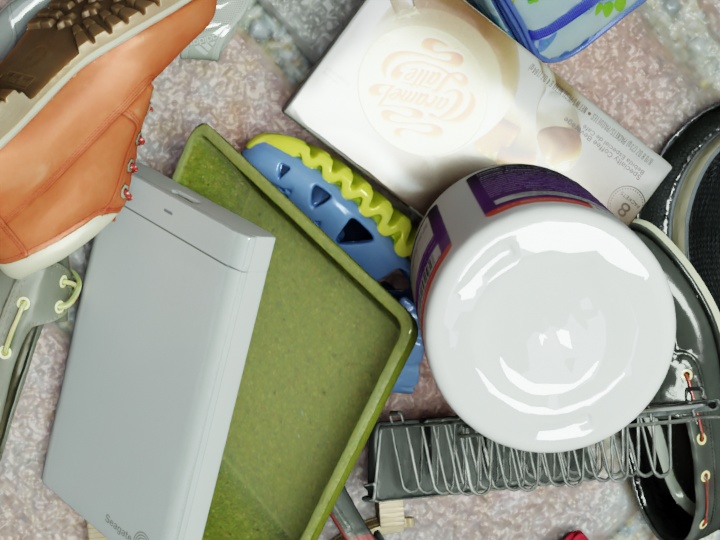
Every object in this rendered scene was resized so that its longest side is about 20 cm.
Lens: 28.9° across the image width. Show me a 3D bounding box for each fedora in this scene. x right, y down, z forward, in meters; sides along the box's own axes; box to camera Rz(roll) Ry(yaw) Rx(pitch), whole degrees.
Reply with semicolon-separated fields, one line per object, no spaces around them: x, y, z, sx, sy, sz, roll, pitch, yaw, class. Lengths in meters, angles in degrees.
0.265;-0.010;0.843;0.199;0.092;0.202;0;95;-5;fedora

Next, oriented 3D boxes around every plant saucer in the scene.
-0.056;0.052;0.773;0.048;0.200;0.200;0;124;-46;plant saucer

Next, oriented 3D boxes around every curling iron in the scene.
-0.029;0.118;0.828;0.026;0.050;0.200;-34;77;-13;curling iron

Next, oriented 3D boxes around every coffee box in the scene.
0.066;-0.078;0.824;0.200;0.080;0.115;38;93;-7;coffee box

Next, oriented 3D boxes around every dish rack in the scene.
0.098;0.097;0.776;0.153;0.200;0.055;-4;84;-21;dish rack

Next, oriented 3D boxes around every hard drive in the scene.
-0.118;0.054;0.783;0.027;0.132;0.201;0;111;-45;hard drive

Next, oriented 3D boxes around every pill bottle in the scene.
0.081;0.007;0.693;0.111;0.200;0.112;0;102;0;pill bottle

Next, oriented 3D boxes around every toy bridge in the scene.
-0.065;0.164;0.858;0.199;0.027;0.068;-4;97;-6;toy bridge

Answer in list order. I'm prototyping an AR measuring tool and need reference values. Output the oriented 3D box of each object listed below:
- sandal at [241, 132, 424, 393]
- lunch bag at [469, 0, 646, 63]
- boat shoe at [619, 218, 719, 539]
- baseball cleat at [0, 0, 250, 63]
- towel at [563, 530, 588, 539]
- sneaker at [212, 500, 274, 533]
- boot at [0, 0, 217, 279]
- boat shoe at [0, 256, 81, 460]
0.000;0.000;0.828;0.200;0.079;0.087;44;93;-6;sandal
0.140;-0.226;0.794;0.200;0.083;0.161;-35;133;-2;lunch bag
0.183;0.070;0.846;0.063;0.074;0.202;-24;102;-29;boat shoe
-0.138;-0.145;0.804;0.200;0.070;0.107;-39;97;-1;baseball cleat
0.146;0.278;0.857;0.145;0.022;0.200;-39;99;-33;towel
-0.119;0.209;0.803;0.200;0.090;0.070;-33;108;10;sneaker
-0.143;-0.086;0.753;0.200;0.075;0.107;-43;128;-18;boot
-0.197;0.018;0.811;0.060;0.072;0.202;26;96;-6;boat shoe
